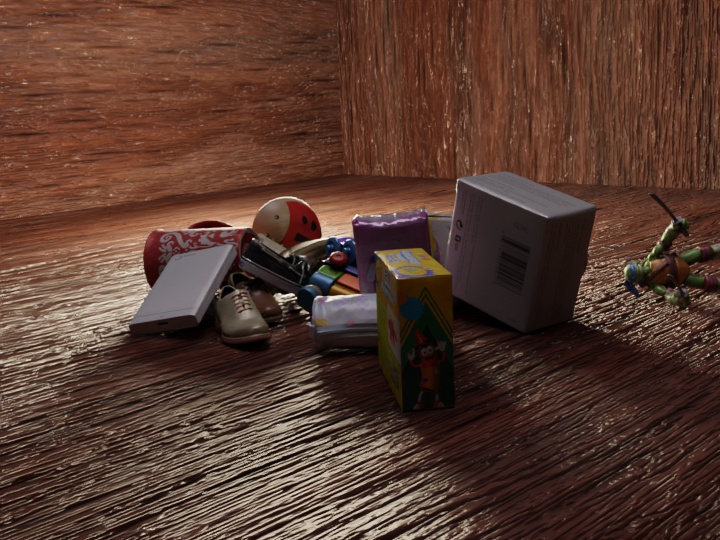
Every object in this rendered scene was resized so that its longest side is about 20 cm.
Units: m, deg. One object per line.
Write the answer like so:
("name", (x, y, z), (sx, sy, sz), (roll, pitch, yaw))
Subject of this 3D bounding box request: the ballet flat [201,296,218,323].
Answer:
("ballet flat", (-0.318, 0.050, 1.714), (0.199, 0.065, 0.075), (6, 15, 41))

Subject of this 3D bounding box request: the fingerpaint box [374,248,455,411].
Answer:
("fingerpaint box", (0.069, 0.069, 1.244), (0.073, 0.168, 0.200), (-4, 10, -7))

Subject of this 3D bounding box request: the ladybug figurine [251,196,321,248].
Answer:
("ladybug figurine", (-0.146, -0.083, 2.034), (0.072, 0.137, 0.199), (32, 11, 34))

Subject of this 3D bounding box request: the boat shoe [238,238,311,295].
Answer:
("boat shoe", (-0.120, 0.001, 1.710), (0.198, 0.068, 0.074), (26, 4, -23))

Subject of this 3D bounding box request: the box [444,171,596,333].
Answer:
("box", (0.253, -0.035, 1.558), (0.130, 0.201, 0.199), (-11, 28, -39))

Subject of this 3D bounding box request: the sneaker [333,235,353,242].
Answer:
("sneaker", (0.004, -0.037, 2.079), (0.199, 0.070, 0.099), (-7, 14, -21))

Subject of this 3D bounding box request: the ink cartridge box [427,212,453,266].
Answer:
("ink cartridge box", (0.168, -0.029, 1.791), (0.199, 0.149, 0.085), (5, 11, 38))

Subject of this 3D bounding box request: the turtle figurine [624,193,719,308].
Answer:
("turtle figurine", (0.566, -0.012, 1.636), (0.192, 0.201, 0.145), (-1, 44, -12))

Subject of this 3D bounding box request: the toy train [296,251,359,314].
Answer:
("toy train", (-0.003, 0.052, 1.632), (0.199, 0.085, 0.116), (23, 38, 26))

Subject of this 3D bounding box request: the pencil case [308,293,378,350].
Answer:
("pencil case", (0.024, 0.079, 1.434), (0.198, 0.084, 0.091), (-1, 32, 6))

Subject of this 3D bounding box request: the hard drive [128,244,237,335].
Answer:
("hard drive", (-0.302, 0.031, 1.641), (0.131, 0.027, 0.201), (-10, 32, 22))

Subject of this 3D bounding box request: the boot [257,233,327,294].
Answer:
("boot", (-0.142, -0.025, 1.936), (0.154, 0.073, 0.199), (30, 32, 33))

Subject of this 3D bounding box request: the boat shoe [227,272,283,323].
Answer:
("boat shoe", (-0.196, 0.047, 1.685), (0.071, 0.069, 0.200), (-8, 12, -29))

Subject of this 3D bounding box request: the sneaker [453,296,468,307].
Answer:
("sneaker", (0.111, 0.028, 1.712), (0.199, 0.076, 0.092), (5, 17, 40))

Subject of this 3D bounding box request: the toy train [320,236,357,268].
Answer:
("toy train", (0.000, 0.000, 1.763), (0.086, 0.115, 0.199), (0, 8, -35))

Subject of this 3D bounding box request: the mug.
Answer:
("mug", (-0.297, -0.041, 1.846), (0.198, 0.179, 0.133), (-5, -25, 20))

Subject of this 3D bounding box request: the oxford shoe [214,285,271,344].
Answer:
("oxford shoe", (-0.197, 0.071, 1.541), (0.070, 0.074, 0.200), (-8, 12, -25))

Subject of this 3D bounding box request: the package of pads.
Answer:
("package of pads", (0.055, 0.005, 1.498), (0.119, 0.202, 0.076), (-5, 15, 5))

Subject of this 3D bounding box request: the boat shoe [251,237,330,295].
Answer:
("boat shoe", (-0.123, -0.007, 1.806), (0.071, 0.065, 0.199), (-7, 16, 48))
